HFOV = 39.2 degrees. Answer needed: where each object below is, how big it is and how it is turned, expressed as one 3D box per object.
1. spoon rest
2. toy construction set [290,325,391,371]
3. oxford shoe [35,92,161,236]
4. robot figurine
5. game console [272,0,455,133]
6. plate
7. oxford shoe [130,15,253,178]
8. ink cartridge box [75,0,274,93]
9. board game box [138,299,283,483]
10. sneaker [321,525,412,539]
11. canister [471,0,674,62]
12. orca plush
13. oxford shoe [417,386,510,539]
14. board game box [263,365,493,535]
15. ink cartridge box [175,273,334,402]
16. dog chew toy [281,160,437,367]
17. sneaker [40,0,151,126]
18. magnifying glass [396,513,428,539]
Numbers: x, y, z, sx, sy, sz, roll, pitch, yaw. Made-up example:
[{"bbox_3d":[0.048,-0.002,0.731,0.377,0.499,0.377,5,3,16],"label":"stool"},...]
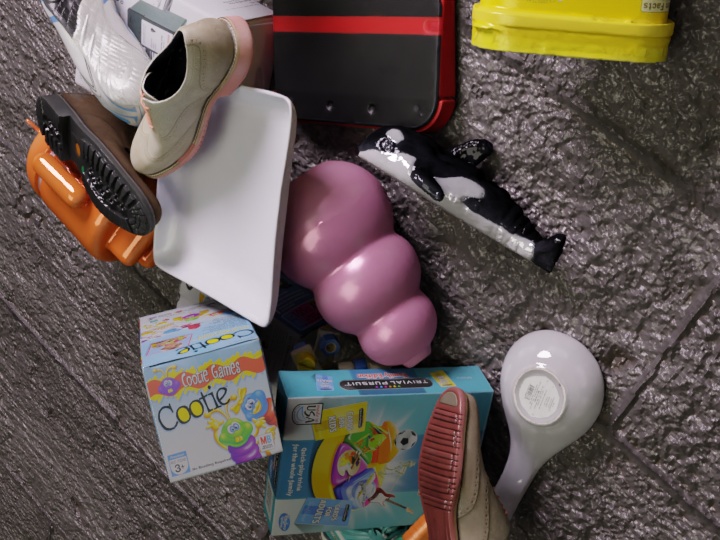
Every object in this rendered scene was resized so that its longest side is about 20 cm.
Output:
[{"bbox_3d":[0.154,0.149,0.927,0.098,0.060,0.203,30,109,24],"label":"spoon rest"},{"bbox_3d":[-0.013,0.151,1.007,0.093,0.128,0.203,-108,21,-50],"label":"toy construction set"},{"bbox_3d":[-0.242,-0.116,1.004,0.201,0.083,0.073,51,141,26],"label":"oxford shoe"},{"bbox_3d":[-0.283,-0.091,1.101,0.200,0.143,0.117,44,140,16],"label":"robot figurine"},{"bbox_3d":[-0.001,-0.220,0.925,0.197,0.031,0.181,10,106,34],"label":"game console"},{"bbox_3d":[-0.124,-0.075,0.930,0.198,0.032,0.203,23,113,44],"label":"plate"},{"bbox_3d":[-0.170,-0.153,0.892,0.200,0.073,0.072,-48,62,41],"label":"oxford shoe"},{"bbox_3d":[-0.189,-0.224,1.027,0.198,0.084,0.148,31,123,25],"label":"ink cartridge box"},{"bbox_3d":[-0.143,0.101,0.934,0.200,0.103,0.105,-144,42,-75],"label":"board game box"},{"bbox_3d":[0.035,0.287,1.040,0.198,0.077,0.081,24,130,28],"label":"sneaker"},{"bbox_3d":[0.161,-0.260,0.721,0.145,0.087,0.204,6,110,5],"label":"canister"},{"bbox_3d":[0.096,-0.080,0.870,0.199,0.105,0.072,33,94,26],"label":"orca plush"},{"bbox_3d":[0.096,0.206,0.905,0.070,0.073,0.204,-172,84,-69],"label":"oxford shoe"},{"bbox_3d":[0.015,0.168,0.949,0.047,0.196,0.154,-120,34,-59],"label":"board game box"},{"bbox_3d":[-0.130,0.061,1.091,0.198,0.076,0.138,32,122,23],"label":"ink cartridge box"},{"bbox_3d":[0.000,0.000,0.942,0.124,0.124,0.201,-37,87,40],"label":"dog chew toy"},{"bbox_3d":[-0.256,-0.226,0.982,0.202,0.071,0.073,60,161,14],"label":"sneaker"},{"bbox_3d":[0.036,0.281,0.978,0.201,0.079,0.022,-50,31,12],"label":"magnifying glass"}]
